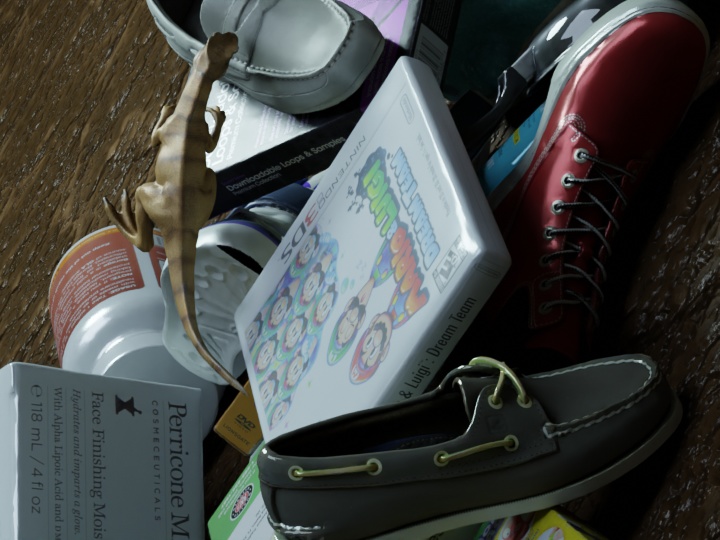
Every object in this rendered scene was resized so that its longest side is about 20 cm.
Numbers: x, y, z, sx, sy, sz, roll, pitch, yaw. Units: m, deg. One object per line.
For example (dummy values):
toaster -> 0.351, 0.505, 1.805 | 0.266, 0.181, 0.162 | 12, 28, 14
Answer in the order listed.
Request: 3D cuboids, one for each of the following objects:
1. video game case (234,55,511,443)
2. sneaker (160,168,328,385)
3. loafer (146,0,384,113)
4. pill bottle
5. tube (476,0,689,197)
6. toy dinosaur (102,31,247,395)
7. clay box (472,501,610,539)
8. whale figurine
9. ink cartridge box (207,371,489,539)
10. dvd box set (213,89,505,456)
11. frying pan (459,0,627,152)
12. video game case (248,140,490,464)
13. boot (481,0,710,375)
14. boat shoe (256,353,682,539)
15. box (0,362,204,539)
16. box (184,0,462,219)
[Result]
video game case -> 0.001, 0.011, 1.385 | 0.182, 0.024, 0.200 | -56, 26, 22
sneaker -> -0.051, -0.023, 1.640 | 0.147, 0.080, 0.200 | -55, -3, -24
loafer -> -0.059, -0.134, 1.529 | 0.200, 0.070, 0.070 | 14, 70, 55
pill bottle -> -0.150, 0.052, 1.854 | 0.112, 0.112, 0.200 | -56, 20, 13
tube -> 0.116, -0.079, 1.481 | 0.200, 0.050, 0.077 | -51, 2, 22
toy dinosaur -> -0.100, -0.031, 1.491 | 0.106, 0.060, 0.201 | 166, 106, -71
clay box -> 0.085, 0.173, 1.213 | 0.115, 0.048, 0.200 | -59, 19, 3
whale figurine -> 0.088, -0.174, 1.588 | 0.200, 0.104, 0.159 | -29, 37, 60
ink cartridge box -> 0.002, 0.138, 1.405 | 0.145, 0.084, 0.200 | -55, 20, 13
dvd box set -> 0.000, 0.000, 1.533 | 0.200, 0.029, 0.146 | -54, 0, 28
frying pan -> 0.101, -0.112, 1.466 | 0.190, 0.031, 0.115 | -37, -4, 3
video game case -> 0.003, 0.031, 1.644 | 0.200, 0.023, 0.183 | -40, 29, 47
boot -> 0.120, -0.031, 1.378 | 0.200, 0.072, 0.144 | -59, 19, 30
boat shoe -> 0.051, 0.077, 1.254 | 0.201, 0.060, 0.072 | -19, 25, -7
box -> -0.193, 0.182, 1.672 | 0.200, 0.130, 0.200 | -32, 55, 53
box -> -0.027, -0.116, 1.569 | 0.200, 0.036, 0.143 | -23, 41, 39
